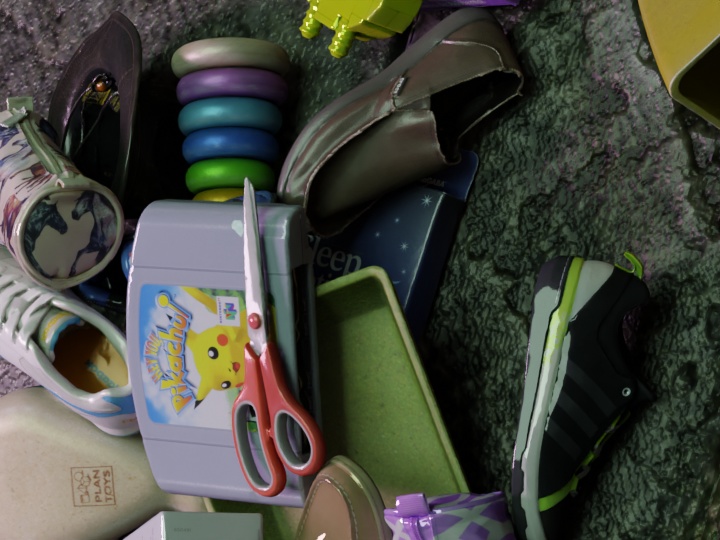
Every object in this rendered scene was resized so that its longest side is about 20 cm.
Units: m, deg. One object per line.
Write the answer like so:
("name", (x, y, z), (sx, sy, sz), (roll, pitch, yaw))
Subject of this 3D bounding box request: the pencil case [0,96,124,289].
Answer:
("pencil case", (-0.224, -0.054, 1.739), (0.200, 0.078, 0.090), (-138, 42, -62))

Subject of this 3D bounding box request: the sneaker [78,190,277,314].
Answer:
("sneaker", (-0.121, -0.003, 1.699), (0.200, 0.078, 0.075), (-25, 72, 47))

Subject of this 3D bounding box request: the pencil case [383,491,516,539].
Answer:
("pencil case", (0.065, 0.234, 1.542), (0.084, 0.085, 0.200), (-15, 83, 38))

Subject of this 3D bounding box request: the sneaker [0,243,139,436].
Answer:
("sneaker", (-0.222, 0.034, 1.721), (0.200, 0.081, 0.077), (32, 76, 11))

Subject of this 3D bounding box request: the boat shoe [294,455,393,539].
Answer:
("boat shoe", (-0.025, 0.214, 1.601), (0.071, 0.064, 0.200), (33, 128, 45))

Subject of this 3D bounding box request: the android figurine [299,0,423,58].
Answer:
("android figurine", (0.016, -0.242, 1.707), (0.182, 0.041, 0.200), (42, 109, 53))

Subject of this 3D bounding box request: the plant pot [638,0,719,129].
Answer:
("plant pot", (0.272, -0.187, 1.470), (0.200, 0.200, 0.176), (-45, 44, 19))

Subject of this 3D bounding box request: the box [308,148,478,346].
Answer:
("box", (0.000, 0.000, 1.718), (0.121, 0.032, 0.200), (16, 87, 39))

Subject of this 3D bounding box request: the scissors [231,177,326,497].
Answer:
("scissors", (-0.070, 0.045, 1.593), (0.073, 0.014, 0.200), (-17, 88, 43))

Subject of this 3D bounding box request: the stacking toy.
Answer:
("stacking toy", (-0.091, -0.061, 1.778), (0.085, 0.085, 0.200), (-9, 78, 35))

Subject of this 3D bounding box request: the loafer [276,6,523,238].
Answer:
("loafer", (0.028, -0.092, 1.666), (0.200, 0.073, 0.071), (-44, 49, 0))

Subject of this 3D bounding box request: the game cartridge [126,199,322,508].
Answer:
("game cartridge", (-0.091, 0.054, 1.637), (0.133, 0.040, 0.200), (3, 102, 33))

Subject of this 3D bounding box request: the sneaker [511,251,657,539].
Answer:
("sneaker", (0.142, 0.087, 1.558), (0.083, 0.072, 0.200), (7, 97, 8))

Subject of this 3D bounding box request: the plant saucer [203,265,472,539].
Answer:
("plant saucer", (-0.020, 0.113, 1.657), (0.200, 0.048, 0.200), (-21, 90, 31))

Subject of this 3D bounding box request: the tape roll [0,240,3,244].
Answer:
("tape roll", (-0.320, -0.026, 1.860), (0.066, 0.200, 0.200), (-49, 54, 16))

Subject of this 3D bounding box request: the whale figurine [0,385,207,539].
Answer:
("whale figurine", (-0.184, 0.143, 1.789), (0.200, 0.104, 0.159), (-4, 97, 15))

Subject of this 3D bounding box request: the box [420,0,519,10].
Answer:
("box", (0.073, -0.278, 1.712), (0.137, 0.039, 0.200), (3, 79, 55))

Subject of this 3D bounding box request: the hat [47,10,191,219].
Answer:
("hat", (-0.170, -0.084, 1.829), (0.201, 0.081, 0.201), (-37, 45, 51))

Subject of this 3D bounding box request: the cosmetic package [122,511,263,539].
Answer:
("cosmetic package", (-0.125, 0.229, 1.663), (0.200, 0.071, 0.102), (142, 129, -63))
